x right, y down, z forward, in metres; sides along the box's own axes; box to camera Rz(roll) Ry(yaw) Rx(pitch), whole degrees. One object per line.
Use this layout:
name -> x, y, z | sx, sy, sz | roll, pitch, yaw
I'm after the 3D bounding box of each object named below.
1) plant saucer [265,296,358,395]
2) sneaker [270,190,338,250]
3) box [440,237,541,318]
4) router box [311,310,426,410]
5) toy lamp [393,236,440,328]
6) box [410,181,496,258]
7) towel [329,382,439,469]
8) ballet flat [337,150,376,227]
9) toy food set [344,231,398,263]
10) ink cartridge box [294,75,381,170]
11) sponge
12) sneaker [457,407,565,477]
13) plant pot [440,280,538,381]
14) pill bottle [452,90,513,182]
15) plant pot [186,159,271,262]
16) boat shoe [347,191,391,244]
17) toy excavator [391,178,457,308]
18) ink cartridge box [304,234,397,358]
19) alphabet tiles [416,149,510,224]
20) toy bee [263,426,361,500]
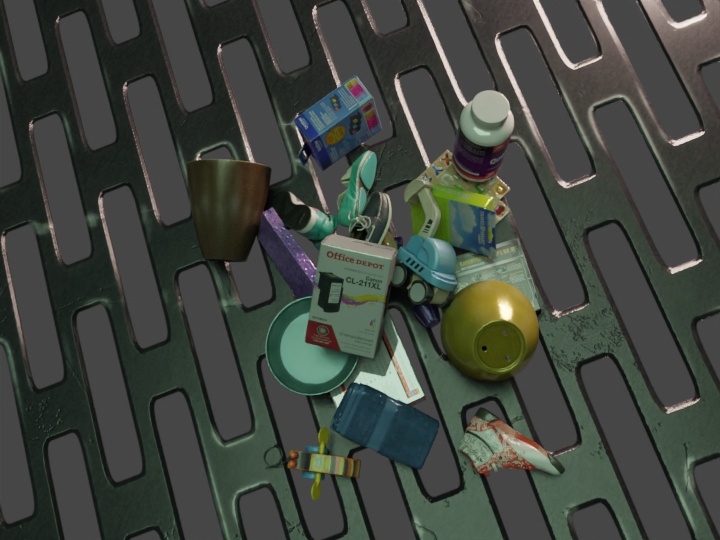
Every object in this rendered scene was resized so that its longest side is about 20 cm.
plant saucer -> -0.094, 0.154, 1.681 | 0.196, 0.036, 0.204 | -2, 73, 8
sneaker -> -0.111, -0.107, 1.790 | 0.084, 0.120, 0.200 | -57, 34, 2
box -> 0.255, 0.039, 1.708 | 0.197, 0.048, 0.161 | -17, 71, 3
router box -> 0.015, 0.205, 1.695 | 0.177, 0.049, 0.203 | -24, 72, 1
toy lamp -> 0.109, 0.026, 1.731 | 0.057, 0.058, 0.202 | -25, 71, 0
box -> 0.197, -0.106, 1.694 | 0.197, 0.123, 0.048 | 18, 46, 29
towel -> 0.049, 0.302, 1.620 | 0.198, 0.049, 0.113 | 26, 95, -5
ballet flat -> -0.014, -0.178, 1.789 | 0.069, 0.068, 0.203 | -3, 55, 22
toy food set -> 0.000, 0.000, 1.723 | 0.199, 0.048, 0.200 | -49, 46, 8
ink cartridge box -> -0.060, -0.310, 1.811 | 0.199, 0.137, 0.077 | -35, 66, -3
sponge -> -0.151, -0.025, 1.754 | 0.030, 0.112, 0.201 | -27, 70, -26
sneaker -> 0.286, 0.365, 1.600 | 0.200, 0.067, 0.109 | 33, 82, 19
plant pot -> 0.257, 0.129, 1.594 | 0.196, 0.142, 0.204 | 0, 98, 1
pill bottle -> 0.254, -0.278, 1.715 | 0.110, 0.201, 0.114 | 0, 65, -1
plant pot -> -0.286, -0.122, 1.782 | 0.183, 0.187, 0.204 | 1, 87, 9
boat shoe -> 0.006, -0.076, 1.680 | 0.074, 0.061, 0.203 | 2, 66, 50
toy excavator -> 0.133, -0.053, 1.632 | 0.194, 0.099, 0.202 | 39, 108, 37
ink cartridge box -> -0.019, 0.048, 1.594 | 0.143, 0.083, 0.204 | 12, 105, 8
alphabet tiles -> 0.221, -0.163, 1.795 | 0.166, 0.006, 0.200 | -42, 73, -5
toy bee -> -0.101, 0.385, 1.629 | 0.197, 0.109, 0.133 | -16, 74, 3
